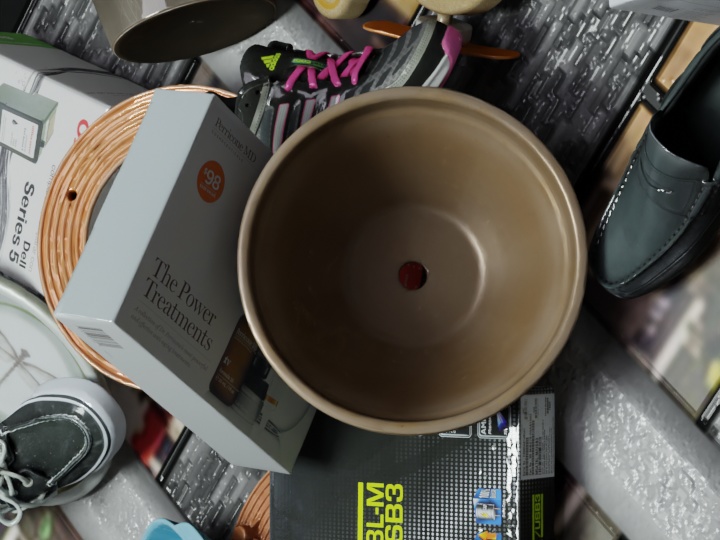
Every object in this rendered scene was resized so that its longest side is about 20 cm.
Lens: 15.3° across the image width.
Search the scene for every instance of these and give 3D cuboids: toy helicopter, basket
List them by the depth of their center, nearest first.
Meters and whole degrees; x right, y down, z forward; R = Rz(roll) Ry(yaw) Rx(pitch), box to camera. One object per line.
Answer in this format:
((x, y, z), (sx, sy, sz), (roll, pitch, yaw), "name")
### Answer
((0.034, -0.183, 1.656), (0.200, 0.079, 0.133), (-12, 89, 55), "toy helicopter")
((-0.135, -0.249, 1.774), (0.180, 0.136, 0.200), (-24, 75, 36), "basket")

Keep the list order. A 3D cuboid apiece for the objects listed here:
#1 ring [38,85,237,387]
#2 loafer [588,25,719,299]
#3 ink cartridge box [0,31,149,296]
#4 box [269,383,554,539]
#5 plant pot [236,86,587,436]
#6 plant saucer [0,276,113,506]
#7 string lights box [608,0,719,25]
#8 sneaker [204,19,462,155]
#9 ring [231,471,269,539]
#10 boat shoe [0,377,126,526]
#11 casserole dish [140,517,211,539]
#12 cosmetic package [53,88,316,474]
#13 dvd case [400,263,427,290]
((-0.117, -0.020, 1.739), (0.200, 0.019, 0.201), (-3, 82, 20), "ring")
((0.181, -0.067, 1.487), (0.068, 0.070, 0.201), (53, 124, 32), "loafer")
((-0.220, -0.073, 1.879), (0.200, 0.084, 0.146), (25, 106, 42), "ink cartridge box")
((0.029, 0.166, 1.622), (0.193, 0.047, 0.201), (0, 90, 36), "box")
((0.030, -0.002, 1.565), (0.200, 0.093, 0.201), (0, 84, 0), "plant pot")
((-0.248, 0.072, 1.889), (0.200, 0.050, 0.201), (17, 129, 22), "plant saucer")
((0.178, -0.242, 1.476), (0.059, 0.103, 0.201), (-14, 78, 44), "string lights box")
((-0.029, -0.107, 1.626), (0.200, 0.074, 0.087), (-29, 112, 34), "sneaker")
((-0.022, 0.211, 1.714), (0.200, 0.019, 0.201), (-3, 86, 46), "ring")
((-0.241, 0.133, 1.847), (0.199, 0.068, 0.074), (-20, 110, 40), "boat shoe")
((-0.121, 0.258, 1.781), (0.121, 0.039, 0.200), (45, 124, 45), "casserole dish")
((-0.080, 0.009, 1.580), (0.052, 0.200, 0.151), (5, 65, 35), "cosmetic package")
((0.000, 0.000, 1.700), (0.200, 0.022, 0.146), (17, 100, 43), "dvd case")
